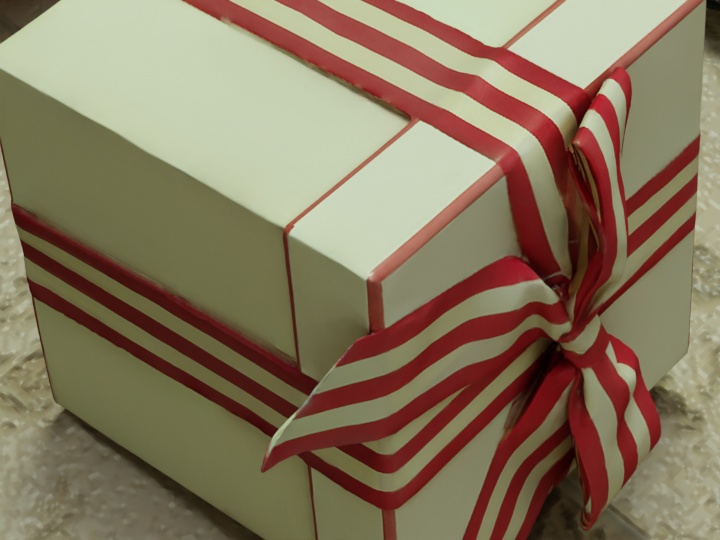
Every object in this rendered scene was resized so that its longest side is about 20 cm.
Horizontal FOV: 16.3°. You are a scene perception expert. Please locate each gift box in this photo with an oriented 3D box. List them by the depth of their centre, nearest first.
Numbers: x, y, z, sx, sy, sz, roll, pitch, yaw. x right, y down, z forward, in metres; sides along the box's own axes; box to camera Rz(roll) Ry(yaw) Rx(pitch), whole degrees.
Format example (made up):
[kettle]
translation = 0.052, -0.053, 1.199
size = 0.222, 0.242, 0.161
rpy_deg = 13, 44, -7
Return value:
[gift box]
translation = 0.000, 0.000, 0.800
size = 0.186, 0.185, 0.200
rpy_deg = 28, 58, 29

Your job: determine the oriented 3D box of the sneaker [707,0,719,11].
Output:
[sneaker]
translation = 0.172, -0.085, 0.952
size = 0.114, 0.076, 0.201
rpy_deg = 6, 42, 13
